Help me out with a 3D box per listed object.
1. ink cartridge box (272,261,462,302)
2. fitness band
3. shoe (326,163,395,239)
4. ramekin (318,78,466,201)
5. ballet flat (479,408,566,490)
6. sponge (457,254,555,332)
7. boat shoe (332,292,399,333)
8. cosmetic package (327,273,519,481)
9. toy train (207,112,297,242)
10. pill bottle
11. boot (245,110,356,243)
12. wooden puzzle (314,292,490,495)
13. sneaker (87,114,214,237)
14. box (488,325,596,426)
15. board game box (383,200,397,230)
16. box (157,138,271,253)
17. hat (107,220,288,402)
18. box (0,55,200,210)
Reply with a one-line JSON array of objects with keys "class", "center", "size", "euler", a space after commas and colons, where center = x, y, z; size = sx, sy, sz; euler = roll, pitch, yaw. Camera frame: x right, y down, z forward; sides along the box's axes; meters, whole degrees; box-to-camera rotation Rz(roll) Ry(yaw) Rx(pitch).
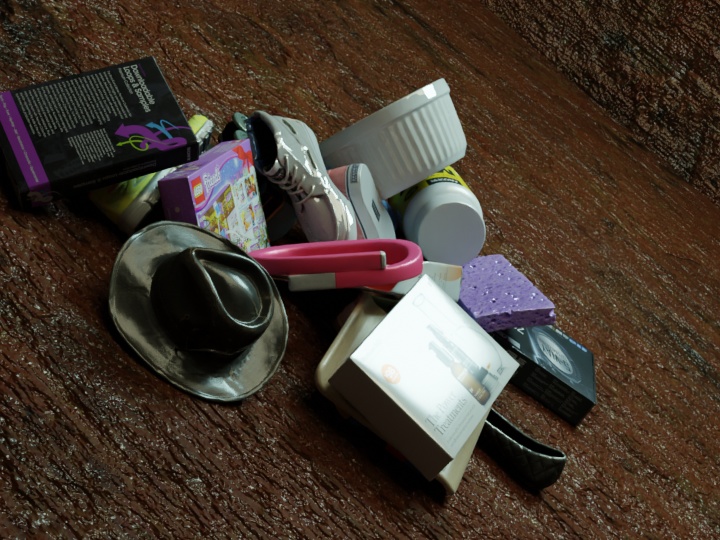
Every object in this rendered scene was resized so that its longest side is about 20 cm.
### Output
[{"class": "ink cartridge box", "center": [0.000, 0.000, 1.631], "size": [0.161, 0.051, 0.199], "euler": [6, -5, 42]}, {"class": "fitness band", "center": [-0.029, -0.010, 1.528], "size": [0.197, 0.038, 0.144], "euler": [-3, 10, -3]}, {"class": "shoe", "center": [-0.016, -0.058, 1.764], "size": [0.201, 0.090, 0.072], "euler": [67, 25, -47]}, {"class": "ramekin", "center": [0.047, -0.163, 1.823], "size": [0.106, 0.199, 0.200], "euler": [62, 23, -3]}, {"class": "ballet flat", "center": [0.160, 0.176, 1.619], "size": [0.200, 0.057, 0.066], "euler": [42, 22, 11]}, {"class": "sponge", "center": [0.171, 0.030, 1.825], "size": [0.110, 0.030, 0.200], "euler": [-7, 22, -14]}, {"class": "boat shoe", "center": [0.050, 0.061, 1.671], "size": [0.199, 0.063, 0.073], "euler": [9, 35, -48]}, {"class": "cosmetic package", "center": [0.072, 0.110, 1.479], "size": [0.151, 0.052, 0.200], "euler": [42, 38, 2]}, {"class": "toy train", "center": [-0.136, -0.119, 1.736], "size": [0.114, 0.085, 0.201], "euler": [40, 17, -26]}, {"class": "pill bottle", "center": [0.107, -0.080, 1.921], "size": [0.114, 0.115, 0.200], "euler": [29, 13, -18]}, {"class": "boot", "center": [-0.079, -0.101, 1.637], "size": [0.095, 0.073, 0.201], "euler": [12, 44, -51]}, {"class": "wooden puzzle", "center": [0.045, 0.139, 1.515], "size": [0.200, 0.046, 0.186], "euler": [41, 34, -4]}, {"class": "sneaker", "center": [-0.234, -0.123, 1.541], "size": [0.090, 0.079, 0.201], "euler": [29, 44, 4]}, {"class": "box", "center": [0.228, 0.107, 1.870], "size": [0.199, 0.044, 0.160], "euler": [35, 22, -5]}, {"class": "board game box", "center": [-0.041, -0.102, 1.884], "size": [0.199, 0.039, 0.158], "euler": [40, 22, 5]}, {"class": "box", "center": [-0.158, -0.058, 1.523], "size": [0.039, 0.139, 0.200], "euler": [-6, 15, 17]}, {"class": "hat", "center": [-0.145, 0.026, 1.350], "size": [0.199, 0.081, 0.203], "euler": [14, 60, -26]}, {"class": "box", "center": [-0.288, -0.150, 1.468], "size": [0.198, 0.036, 0.144], "euler": [-18, 56, -19]}]
